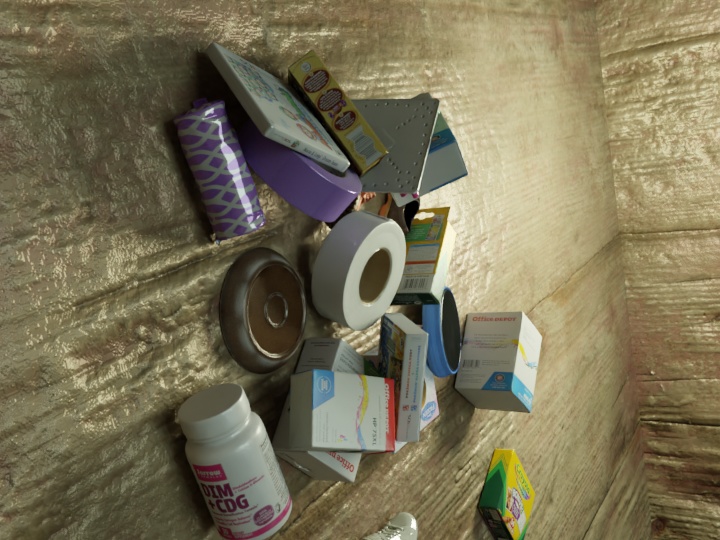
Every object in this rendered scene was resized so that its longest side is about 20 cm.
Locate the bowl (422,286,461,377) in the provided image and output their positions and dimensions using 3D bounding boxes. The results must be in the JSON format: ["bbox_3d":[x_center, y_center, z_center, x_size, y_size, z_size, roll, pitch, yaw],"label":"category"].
[{"bbox_3d":[0.179,0.129,1.620,0.200,0.039,0.203,-7,90,-71],"label":"bowl"}]

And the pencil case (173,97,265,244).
[{"bbox_3d":[-0.198,-0.142,1.070,0.086,0.083,0.202,-80,156,-68],"label":"pencil case"}]

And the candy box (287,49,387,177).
[{"bbox_3d":[-0.040,-0.249,1.220,0.201,0.056,0.117,52,-4,-4],"label":"candy box"}]

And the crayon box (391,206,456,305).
[{"bbox_3d":[0.116,-0.028,1.499,0.052,0.125,0.201,46,51,-45],"label":"crayon box"}]

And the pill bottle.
[{"bbox_3d":[-0.176,0.267,1.043,0.113,0.113,0.202,-42,121,-50],"label":"pill bottle"}]

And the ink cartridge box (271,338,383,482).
[{"bbox_3d":[-0.052,0.236,1.258,0.145,0.083,0.201,45,52,-42],"label":"ink cartridge box"}]

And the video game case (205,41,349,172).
[{"bbox_3d":[-0.120,-0.239,1.101,0.181,0.024,0.201,17,33,-54],"label":"video game case"}]

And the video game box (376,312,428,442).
[{"bbox_3d":[0.067,0.180,1.310,0.200,0.046,0.184,-147,-121,-78],"label":"video game box"}]

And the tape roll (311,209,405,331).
[{"bbox_3d":[0.000,0.000,1.313,0.202,0.070,0.204,-37,137,-44],"label":"tape roll"}]

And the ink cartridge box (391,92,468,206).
[{"bbox_3d":[0.100,-0.230,1.399,0.201,0.144,0.084,-106,168,-51],"label":"ink cartridge box"}]

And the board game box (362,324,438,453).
[{"bbox_3d":[0.085,0.234,1.508,0.200,0.041,0.202,-25,108,-55],"label":"board game box"}]

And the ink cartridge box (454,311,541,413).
[{"bbox_3d":[0.334,0.217,1.793,0.145,0.146,0.202,44,53,-46],"label":"ink cartridge box"}]

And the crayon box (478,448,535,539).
[{"bbox_3d":[0.378,0.587,1.912,0.201,0.058,0.173,61,41,-34],"label":"crayon box"}]

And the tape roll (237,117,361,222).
[{"bbox_3d":[-0.092,-0.167,1.146,0.200,0.066,0.200,38,19,-15],"label":"tape roll"}]

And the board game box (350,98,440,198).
[{"bbox_3d":[0.030,-0.217,1.320,0.026,0.198,0.201,59,41,-55],"label":"board game box"}]

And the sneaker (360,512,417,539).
[{"bbox_3d":[0.045,0.513,1.397,0.200,0.072,0.085,-45,126,-47],"label":"sneaker"}]

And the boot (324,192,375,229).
[{"bbox_3d":[-0.007,-0.143,1.373,0.107,0.074,0.202,51,47,-49],"label":"boot"}]

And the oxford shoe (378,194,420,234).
[{"bbox_3d":[0.095,-0.151,1.523,0.071,0.072,0.202,43,53,-46],"label":"oxford shoe"}]

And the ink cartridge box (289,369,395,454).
[{"bbox_3d":[-0.011,0.225,1.171,0.199,0.067,0.117,12,69,-35],"label":"ink cartridge box"}]

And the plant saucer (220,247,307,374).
[{"bbox_3d":[-0.143,0.063,1.186,0.200,0.032,0.202,4,85,-57],"label":"plant saucer"}]
